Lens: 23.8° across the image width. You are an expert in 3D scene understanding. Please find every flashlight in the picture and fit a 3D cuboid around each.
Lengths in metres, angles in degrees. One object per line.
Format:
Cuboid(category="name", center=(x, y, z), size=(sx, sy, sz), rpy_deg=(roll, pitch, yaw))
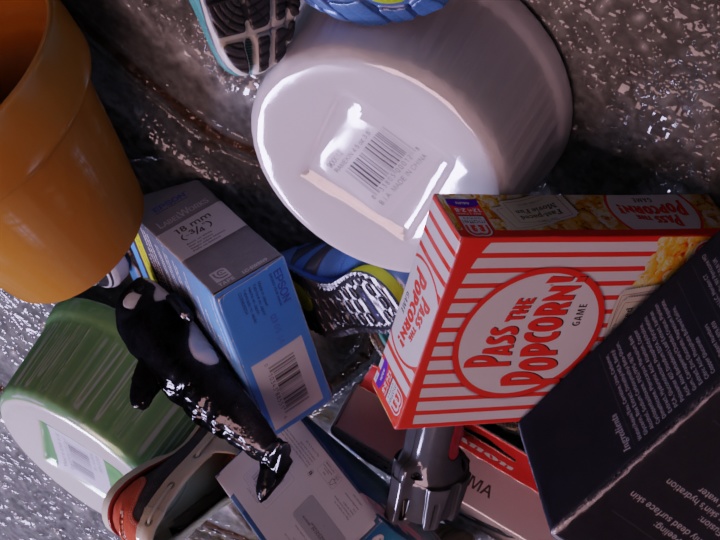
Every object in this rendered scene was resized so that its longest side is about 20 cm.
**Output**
Cuboid(category="flashlight", center=(0.066, 0.083, 1.171), size=(0.067, 0.068, 0.202), rpy_deg=(12, 122, 4))

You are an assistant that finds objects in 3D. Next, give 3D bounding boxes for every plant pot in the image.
Cuboid(category="plant pot", center=(-0.253, -0.079, 1.215), size=(0.198, 0.202, 0.184), rpy_deg=(-1, 143, 32))

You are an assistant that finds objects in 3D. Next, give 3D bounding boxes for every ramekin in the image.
Cuboid(category="ramekin", center=(0.027, -0.093, 1.088), size=(0.198, 0.098, 0.202), rpy_deg=(17, 138, 16))
Cuboid(category="ramekin", center=(-0.204, 0.127, 1.421), size=(0.199, 0.098, 0.201), rpy_deg=(28, 152, 16))

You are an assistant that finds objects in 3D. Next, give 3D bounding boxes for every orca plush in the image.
Cuboid(category="orca plush", center=(-0.133, 0.091, 1.253), size=(0.201, 0.071, 0.105), rpy_deg=(53, 162, 16))

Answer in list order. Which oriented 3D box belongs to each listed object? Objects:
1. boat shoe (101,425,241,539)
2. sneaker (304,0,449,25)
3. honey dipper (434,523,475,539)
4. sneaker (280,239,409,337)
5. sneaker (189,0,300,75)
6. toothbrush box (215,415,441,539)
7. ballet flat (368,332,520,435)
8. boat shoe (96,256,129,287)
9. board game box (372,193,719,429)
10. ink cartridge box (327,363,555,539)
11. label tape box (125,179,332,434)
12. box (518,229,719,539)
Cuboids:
Cuboid(category="boat shoe", center=(-0.110, 0.151, 1.340), size=(0.062, 0.199, 0.072), rpy_deg=(16, 132, 47))
Cuboid(category="sneaker", center=(0.038, -0.198, 0.982), size=(0.197, 0.084, 0.071), rpy_deg=(-10, 145, 23))
Cuboid(category="honey dipper", center=(0.108, 0.233, 1.358), size=(0.038, 0.038, 0.199), rpy_deg=(50, 159, -21))
Cuboid(category="sneaker", center=(0.000, 0.000, 1.233), size=(0.066, 0.078, 0.199), rpy_deg=(55, 155, -19))
Cuboid(category="sneaker", center=(-0.097, -0.211, 1.040), size=(0.079, 0.077, 0.202), rpy_deg=(-25, 85, 53))
Cuboid(category="toothbrush box", center=(0.001, 0.211, 1.311), size=(0.146, 0.085, 0.200), rpy_deg=(47, -177, 43))
Cuboid(category="ballet flat", center=(0.091, 0.087, 1.263), size=(0.198, 0.068, 0.075), rpy_deg=(25, 155, 5))
Cuboid(category="boat shoe", center=(-0.278, -0.034, 1.348), size=(0.198, 0.068, 0.074), rpy_deg=(34, 152, 2))
Cuboid(category="board game box", center=(0.121, 0.025, 1.075), size=(0.198, 0.046, 0.153), rpy_deg=(-2, 129, -24))
Cuboid(category="ink cartridge box", center=(0.073, 0.150, 1.293), size=(0.199, 0.045, 0.176), rpy_deg=(30, 167, 1))
Cuboid(category="label tape box", center=(-0.112, 0.013, 1.292), size=(0.200, 0.063, 0.145), rpy_deg=(40, 155, 46))
Cuboid(category="box", center=(0.239, 0.110, 1.058), size=(0.196, 0.118, 0.200), rpy_deg=(35, 111, -26))
